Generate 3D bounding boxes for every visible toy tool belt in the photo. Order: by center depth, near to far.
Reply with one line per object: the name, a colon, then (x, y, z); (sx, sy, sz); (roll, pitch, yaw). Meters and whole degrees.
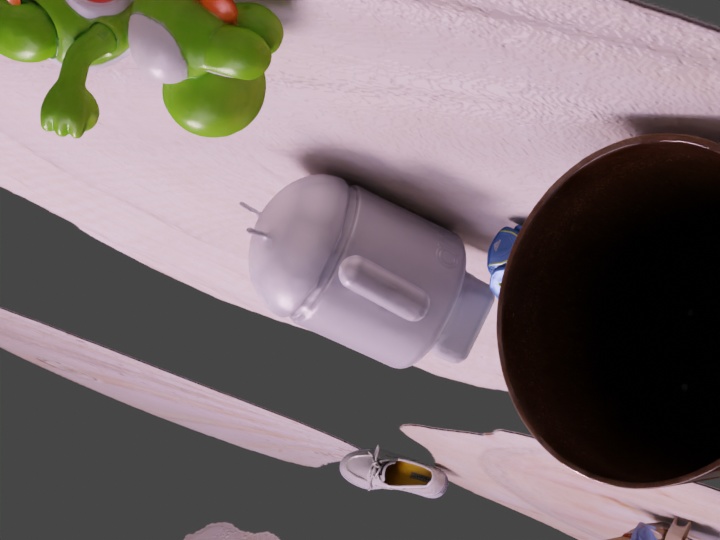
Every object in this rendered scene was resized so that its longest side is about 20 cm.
toy tool belt: (0.443, 0.411, 1.967); (0.199, 0.126, 0.123); (9, 170, 39)

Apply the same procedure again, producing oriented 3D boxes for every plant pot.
plant pot: (0.212, 0.036, 0.809); (0.186, 0.188, 0.199); (8, 176, 43)

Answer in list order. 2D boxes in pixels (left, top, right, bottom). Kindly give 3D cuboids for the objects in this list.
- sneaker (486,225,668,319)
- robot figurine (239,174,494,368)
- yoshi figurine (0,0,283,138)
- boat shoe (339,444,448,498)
sneaker: (0.140, 0.009, 0.970); (0.105, 0.076, 0.200); (22, 167, -3)
robot figurine: (0.000, 0.000, 1.061); (0.199, 0.113, 0.170); (25, 180, -17)
yoshi figurine: (-0.136, -0.126, 0.823); (0.199, 0.113, 0.112); (14, -179, 20)
boat shoe: (0.043, 0.339, 2.384); (0.201, 0.075, 0.086); (11, 164, 29)
